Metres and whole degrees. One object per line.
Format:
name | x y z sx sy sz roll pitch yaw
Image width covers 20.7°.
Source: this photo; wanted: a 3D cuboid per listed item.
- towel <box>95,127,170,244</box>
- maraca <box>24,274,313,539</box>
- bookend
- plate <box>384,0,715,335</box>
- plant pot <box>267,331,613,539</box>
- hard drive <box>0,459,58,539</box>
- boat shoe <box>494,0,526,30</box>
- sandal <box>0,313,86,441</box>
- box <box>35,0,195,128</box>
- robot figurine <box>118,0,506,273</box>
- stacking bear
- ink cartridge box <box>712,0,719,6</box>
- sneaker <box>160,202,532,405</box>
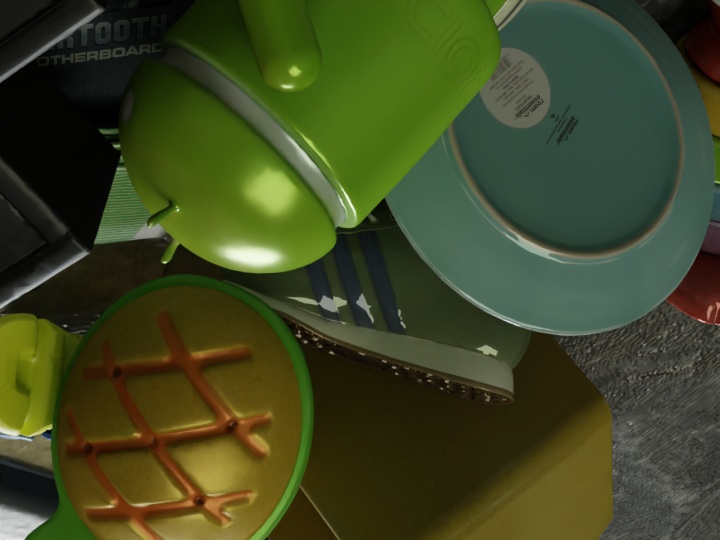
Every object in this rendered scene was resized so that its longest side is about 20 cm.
towel | -0.080 -0.046 0.989 0.198 0.024 0.153 -8 167 -22
maraca | -0.100 0.101 1.014 0.201 0.136 0.107 -68 167 7
bookend | -0.158 -0.079 0.806 0.198 0.092 0.200 -29 119 24
plate | 0.097 -0.068 0.969 0.199 0.202 0.026 0 166 -25
plant pot | 0.038 0.111 1.144 0.176 0.200 0.201 -31 146 -13
hard drive | -0.208 0.185 1.226 0.199 0.033 0.140 25 121 -42
boat shoe | 0.070 -0.166 0.921 0.200 0.075 0.062 -51 164 10
sandal | -0.165 0.065 1.094 0.087 0.080 0.200 -2 163 36
box | -0.105 -0.130 0.909 0.198 0.051 0.158 -8 137 -17
robot figurine | -0.020 -0.083 0.842 0.200 0.116 0.176 -48 171 -10
stacking bear | 0.211 -0.092 1.061 0.121 0.114 0.201 -20 134 -38
ink cartridge box | 0.225 -0.174 0.905 0.057 0.200 0.163 -20 144 -34
sneaker | 0.000 0.000 1.060 0.199 0.091 0.067 19 169 5
